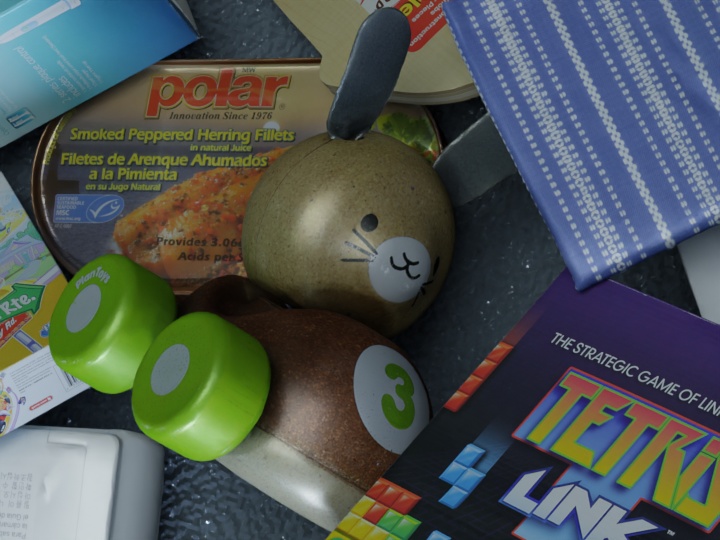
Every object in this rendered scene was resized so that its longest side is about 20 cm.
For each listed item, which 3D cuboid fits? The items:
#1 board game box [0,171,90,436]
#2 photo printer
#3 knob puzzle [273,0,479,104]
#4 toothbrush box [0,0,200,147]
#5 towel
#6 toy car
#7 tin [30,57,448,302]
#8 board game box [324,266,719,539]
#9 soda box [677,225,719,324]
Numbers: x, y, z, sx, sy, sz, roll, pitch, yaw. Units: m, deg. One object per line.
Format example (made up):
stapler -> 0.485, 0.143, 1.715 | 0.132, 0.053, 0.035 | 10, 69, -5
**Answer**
board game box -> -0.224, 0.046, 1.180 | 0.199, 0.034, 0.135 | -29, 41, -8
photo printer -> -0.176, 0.169, 1.178 | 0.165, 0.069, 0.201 | 1, 77, 18
knob puzzle -> 0.061, -0.145, 1.171 | 0.219, 0.030, 0.221 | -19, 49, 24
toothbrush box -> -0.195, -0.134, 1.226 | 0.199, 0.085, 0.147 | -28, 55, 7
towel -> 0.148, -0.093, 1.068 | 0.199, 0.024, 0.145 | -26, 66, 0
toy car -> 0.000, 0.000, 1.092 | 0.201, 0.164, 0.158 | -59, 36, -2
tin -> -0.054, -0.041, 1.208 | 0.199, 0.042, 0.113 | 1, 82, 16
board game box -> 0.105, 0.098, 0.982 | 0.200, 0.057, 0.165 | 24, 66, 45
soda box -> 0.187, 0.048, 1.100 | 0.063, 0.068, 0.201 | -19, 73, 12
